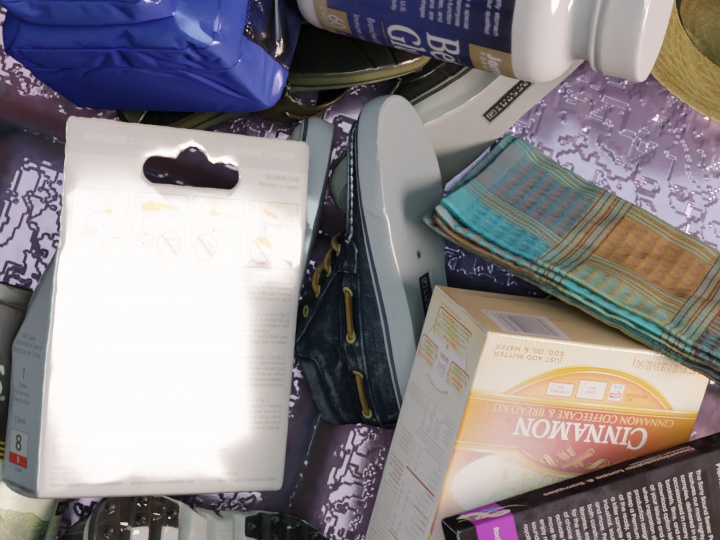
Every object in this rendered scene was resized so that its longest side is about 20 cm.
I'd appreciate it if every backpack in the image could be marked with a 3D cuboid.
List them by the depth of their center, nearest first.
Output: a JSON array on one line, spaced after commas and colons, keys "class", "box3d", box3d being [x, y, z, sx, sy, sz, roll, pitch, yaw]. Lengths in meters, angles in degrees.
[{"class": "backpack", "box3d": [-0.111, -0.209, 1.067, 0.161, 0.168, 0.202, 5, 74, 20]}]

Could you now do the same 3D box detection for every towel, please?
[{"class": "towel", "box3d": [0.147, -0.011, 1.094, 0.199, 0.147, 0.022, 29, 119, 11]}]

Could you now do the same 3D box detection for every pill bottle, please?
[{"class": "pill bottle", "box3d": [0.072, -0.168, 1.046, 0.198, 0.111, 0.112, 16, 86, 17]}]

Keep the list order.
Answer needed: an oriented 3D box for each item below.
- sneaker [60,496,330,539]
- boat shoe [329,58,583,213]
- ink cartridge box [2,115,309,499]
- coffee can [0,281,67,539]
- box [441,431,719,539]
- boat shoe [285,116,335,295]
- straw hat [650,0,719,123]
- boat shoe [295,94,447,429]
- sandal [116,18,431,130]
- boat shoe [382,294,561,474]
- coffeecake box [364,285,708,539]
[{"class": "sneaker", "box3d": [-0.093, 0.176, 1.109, 0.199, 0.090, 0.067, 19, 63, -34]}, {"class": "boat shoe", "box3d": [0.057, -0.112, 1.146, 0.199, 0.071, 0.064, -37, 58, 3]}, {"class": "ink cartridge box", "box3d": [-0.111, 0.022, 1.034, 0.161, 0.050, 0.202, 3, 91, -37]}, {"class": "coffee can", "box3d": [-0.233, 0.103, 1.070, 0.145, 0.146, 0.202, 15, 87, -3]}, {"class": "box", "box3d": [0.154, 0.179, 1.039, 0.198, 0.036, 0.144, -15, 101, -12]}, {"class": "boat shoe", "box3d": [-0.076, 0.000, 1.128, 0.085, 0.075, 0.204, 16, 96, -1]}, {"class": "straw hat", "box3d": [0.224, -0.149, 1.143, 0.199, 0.085, 0.203, 6, 64, -12]}, {"class": "boat shoe", "box3d": [0.000, 0.000, 1.104, 0.090, 0.071, 0.202, -2, 102, 33]}, {"class": "sandal", "box3d": [-0.051, -0.122, 1.140, 0.199, 0.057, 0.080, -15, 57, 12]}, {"class": "boat shoe", "box3d": [0.094, 0.075, 1.138, 0.200, 0.060, 0.072, -40, 92, -5]}, {"class": "coffeecake box", "box3d": [0.096, 0.121, 1.076, 0.152, 0.073, 0.202, 7, 108, -26]}]
